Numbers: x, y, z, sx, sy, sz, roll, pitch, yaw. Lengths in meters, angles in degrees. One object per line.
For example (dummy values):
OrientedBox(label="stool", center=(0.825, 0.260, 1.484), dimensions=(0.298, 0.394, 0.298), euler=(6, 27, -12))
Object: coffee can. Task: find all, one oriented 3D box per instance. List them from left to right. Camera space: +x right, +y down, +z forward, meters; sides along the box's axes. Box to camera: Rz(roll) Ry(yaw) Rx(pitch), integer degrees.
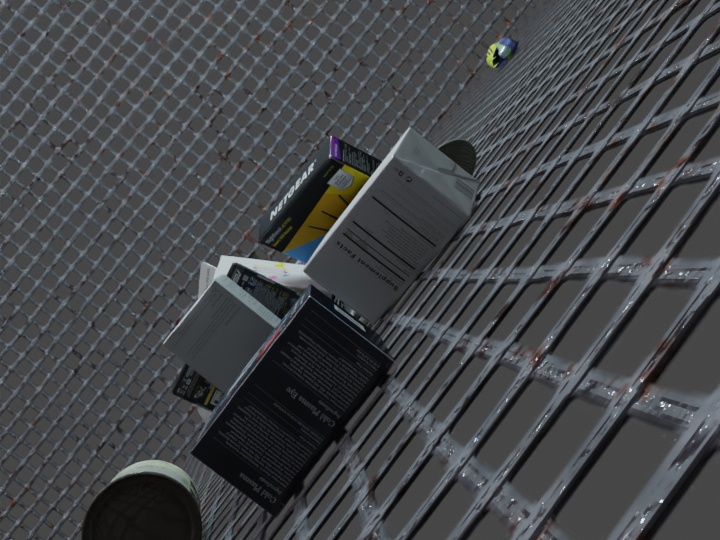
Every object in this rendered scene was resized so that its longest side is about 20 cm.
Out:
OrientedBox(label="coffee can", center=(-0.288, 0.337, 1.137), dimensions=(0.147, 0.146, 0.200), euler=(-53, 4, -13))

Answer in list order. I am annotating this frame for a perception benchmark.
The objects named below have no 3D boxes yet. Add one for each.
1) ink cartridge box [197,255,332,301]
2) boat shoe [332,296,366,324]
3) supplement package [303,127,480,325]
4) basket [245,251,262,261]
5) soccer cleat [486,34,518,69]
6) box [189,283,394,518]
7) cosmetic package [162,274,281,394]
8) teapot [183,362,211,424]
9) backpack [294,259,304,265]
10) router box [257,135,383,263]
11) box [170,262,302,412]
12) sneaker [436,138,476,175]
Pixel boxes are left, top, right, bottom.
OrientedBox(label="ink cartridge box", center=(-0.149, 0.062, 1.266), dimensions=(0.125, 0.199, 0.129), euler=(-105, 22, -73))
OrientedBox(label="boat shoe", center=(-0.018, 0.052, 1.198), dimensions=(0.073, 0.062, 0.200), euler=(-51, 4, 6))
OrientedBox(label="supplement package", center=(0.040, -0.055, 1.067), dimensions=(0.200, 0.120, 0.121), euler=(-50, 6, 29))
OrientedBox(label="basket", center=(-0.168, 0.098, 1.497), dimensions=(0.181, 0.200, 0.136), euler=(-50, 3, 8))
OrientedBox(label="soccer cleat", center=(0.397, -0.621, 2.446), dimensions=(0.084, 0.065, 0.200), euler=(-55, 5, -7))
OrientedBox(label="box", center=(-0.067, 0.119, 0.853), dimensions=(0.182, 0.104, 0.200), euler=(-53, 4, -1))
OrientedBox(label="cosmetic package", center=(-0.140, 0.110, 1.092), dimensions=(0.113, 0.200, 0.081), euler=(-49, 5, 4))
OrientedBox(label="teapot", center=(-0.207, 0.176, 1.354), dimensions=(0.200, 0.146, 0.198), euler=(-51, 23, 29))
OrientedBox(label="backpack", center=(-0.061, 0.001, 1.698), dimensions=(0.200, 0.127, 0.167), euler=(-47, 2, 25))
OrientedBox(label="router box", center=(-0.033, -0.083, 1.191), dimensions=(0.200, 0.149, 0.051), euler=(-44, 32, 40))
OrientedBox(label="box", center=(-0.147, 0.111, 1.167), dimensions=(0.049, 0.161, 0.201), euler=(178, 117, -86))
OrientedBox(label="sneaker", center=(0.093, -0.110, 1.262), dimensions=(0.200, 0.075, 0.106), euler=(-53, 7, -3))
